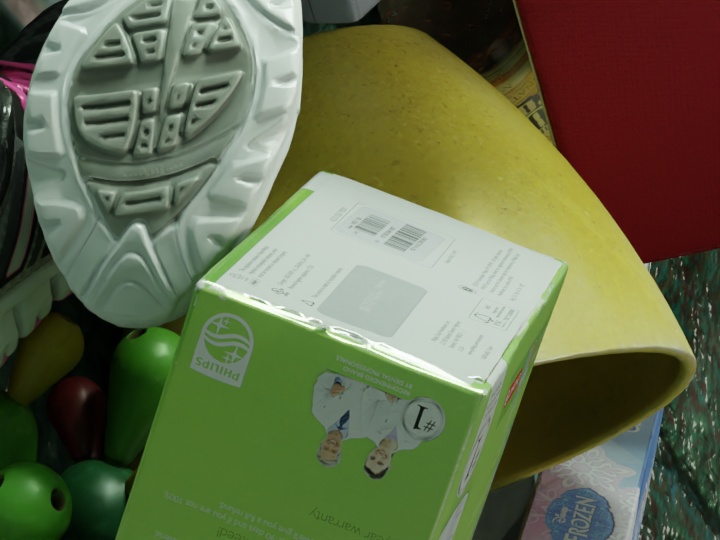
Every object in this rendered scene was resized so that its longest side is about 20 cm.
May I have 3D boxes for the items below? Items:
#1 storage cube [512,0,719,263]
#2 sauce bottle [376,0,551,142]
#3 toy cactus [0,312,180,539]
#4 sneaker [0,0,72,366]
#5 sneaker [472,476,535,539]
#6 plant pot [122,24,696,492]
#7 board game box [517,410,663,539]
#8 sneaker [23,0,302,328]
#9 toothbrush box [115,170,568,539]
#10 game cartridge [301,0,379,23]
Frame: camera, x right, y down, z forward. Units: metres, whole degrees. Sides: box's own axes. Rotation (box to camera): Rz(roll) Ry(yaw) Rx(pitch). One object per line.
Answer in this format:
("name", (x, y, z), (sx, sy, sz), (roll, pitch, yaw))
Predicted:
("storage cube", (0.145, -0.129, 1.080), (0.171, 0.179, 0.201), (-91, 167, -52))
("sauce bottle", (0.064, -0.081, 1.249), (0.200, 0.066, 0.066), (38, 59, -64))
("toy cactus", (-0.111, 0.111, 0.911), (0.165, 0.102, 0.201), (93, 12, -54))
("sneaker", (-0.112, -0.036, 0.877), (0.200, 0.073, 0.088), (-53, 146, -44))
("sneaker", (0.016, 0.163, 1.221), (0.200, 0.080, 0.147), (-76, 179, -58))
("plant pot", (0.000, 0.000, 1.032), (0.200, 0.199, 0.143), (19, 51, -65))
("board game box", (0.076, 0.156, 1.170), (0.200, 0.043, 0.200), (-62, 163, -65))
("sneaker", (-0.043, -0.074, 0.871), (0.099, 0.078, 0.201), (65, 33, -71))
("toothbrush box", (-0.019, 0.089, 0.853), (0.146, 0.086, 0.201), (-48, 156, -71))
("game cartridge", (-0.006, -0.191, 0.976), (0.133, 0.041, 0.201), (-53, 142, -57))
